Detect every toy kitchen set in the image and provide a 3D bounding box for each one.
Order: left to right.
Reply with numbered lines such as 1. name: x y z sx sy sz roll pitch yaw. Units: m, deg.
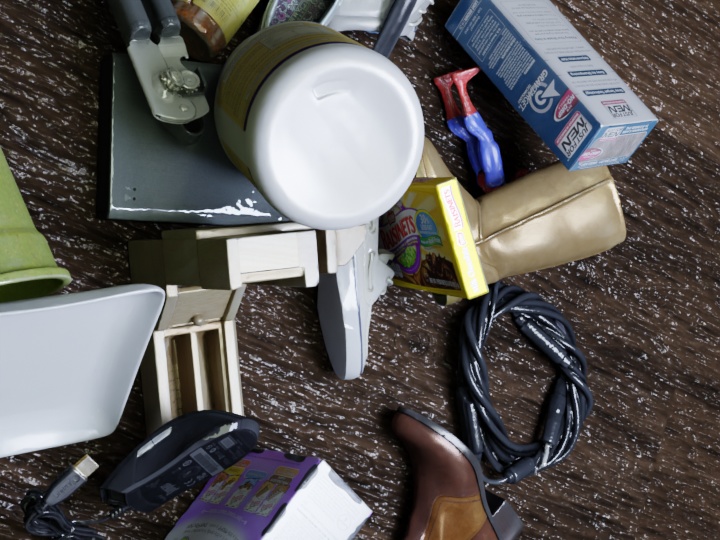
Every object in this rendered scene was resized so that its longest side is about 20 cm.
1. toy kitchen set: -0.077 0.050 1.280 0.161 0.199 0.183 -7 94 -30

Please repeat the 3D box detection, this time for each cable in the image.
1. cable: 0.164 0.105 1.513 0.162 0.051 0.203 -12 95 -31

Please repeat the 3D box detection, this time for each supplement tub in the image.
1. supplement tub: -0.041 -0.125 1.248 0.143 0.200 0.147 -5 108 -15

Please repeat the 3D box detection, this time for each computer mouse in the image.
1. computer mouse: -0.185 0.156 1.238 0.199 0.046 0.140 -34 152 4

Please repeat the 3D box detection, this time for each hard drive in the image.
1. hard drive: -0.133 -0.111 1.345 0.198 0.033 0.142 2 88 -32

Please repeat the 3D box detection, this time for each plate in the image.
1. plate: -0.268 0.080 1.196 0.198 0.201 0.033 -8 53 -31

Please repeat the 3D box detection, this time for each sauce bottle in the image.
1. sauce bottle: -0.100 -0.276 1.347 0.066 0.066 0.201 45 67 -23

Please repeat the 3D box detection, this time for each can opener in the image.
1. can opener: -0.182 -0.199 1.275 0.052 0.066 0.202 -10 68 -33

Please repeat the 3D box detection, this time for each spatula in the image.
1. spatula: 0.009 -0.174 1.400 0.056 0.021 0.202 18 99 -31

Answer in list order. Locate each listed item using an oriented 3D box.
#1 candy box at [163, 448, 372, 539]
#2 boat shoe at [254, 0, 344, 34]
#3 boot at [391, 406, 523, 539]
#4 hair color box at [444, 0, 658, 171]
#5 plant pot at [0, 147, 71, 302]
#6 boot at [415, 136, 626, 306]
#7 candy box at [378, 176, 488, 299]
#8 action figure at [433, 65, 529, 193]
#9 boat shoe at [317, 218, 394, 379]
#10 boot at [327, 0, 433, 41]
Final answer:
1. candy box: -0.107 0.251 1.278 0.072 0.167 0.201 46 69 -20
2. boat shoe: -0.030 -0.265 1.344 0.070 0.072 0.202 28 101 -11
3. boot: 0.038 0.254 1.443 0.200 0.068 0.189 -44 118 -16
4. hair color box: 0.179 -0.188 1.445 0.099 0.061 0.201 -11 55 -46
5. plant pot: -0.337 -0.055 1.144 0.198 0.200 0.187 -13 86 -30
6. boot: 0.138 -0.075 1.432 0.198 0.066 0.177 -21 105 -17
7. candy box: 0.052 -0.032 1.361 0.026 0.200 0.104 -17 99 -18
8. action figure: 0.148 -0.106 1.496 0.098 0.065 0.203 -19 99 -21
9. boat shoe: 0.000 0.000 1.385 0.069 0.071 0.203 -9 105 -20
10. boot: 0.048 -0.266 1.443 0.197 0.073 0.097 -5 98 -23
